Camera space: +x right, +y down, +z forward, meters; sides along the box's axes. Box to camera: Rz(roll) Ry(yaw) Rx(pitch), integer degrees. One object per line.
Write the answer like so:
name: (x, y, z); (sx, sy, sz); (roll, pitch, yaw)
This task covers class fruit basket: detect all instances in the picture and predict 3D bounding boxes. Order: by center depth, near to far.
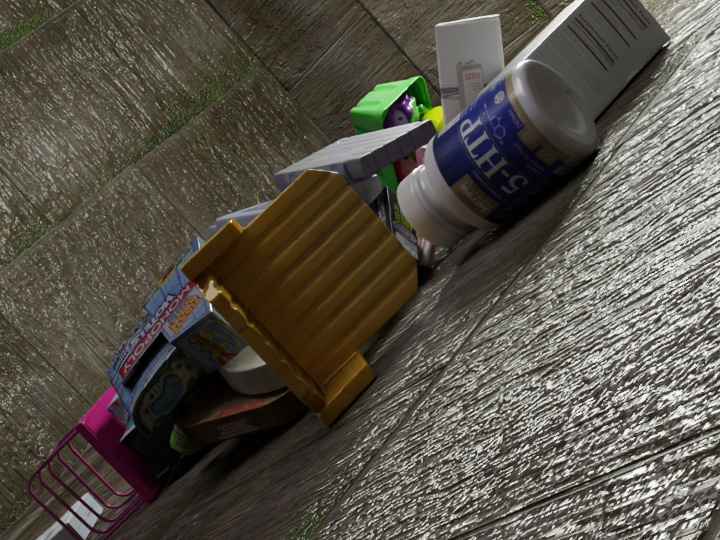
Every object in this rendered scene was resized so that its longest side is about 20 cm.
fruit basket: (0.106, -0.223, 2.367); (0.156, 0.216, 0.216); (-46, 7, -34)

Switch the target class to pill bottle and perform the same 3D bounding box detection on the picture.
pill bottle: (0.137, -0.114, 1.441); (0.200, 0.120, 0.120); (-40, 6, 31)

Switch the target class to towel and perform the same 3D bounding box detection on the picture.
towel: (0.079, -0.083, 1.676); (0.200, 0.030, 0.147); (-128, 47, -85)

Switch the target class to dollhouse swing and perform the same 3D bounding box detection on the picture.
dollhouse swing: (-0.040, 0.009, 1.329); (0.176, 0.200, 0.182); (-42, 5, -2)

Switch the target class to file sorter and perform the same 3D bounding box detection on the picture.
file sorter: (-0.348, 0.265, 1.872); (0.125, 0.139, 0.200); (-43, 5, 10)

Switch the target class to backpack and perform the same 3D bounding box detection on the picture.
backpack: (-0.234, 0.165, 1.847); (0.177, 0.151, 0.200); (-42, 1, 15)

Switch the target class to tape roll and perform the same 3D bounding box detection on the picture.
tape roll: (-0.072, 0.053, 1.497); (0.202, 0.037, 0.203); (-28, 25, 15)

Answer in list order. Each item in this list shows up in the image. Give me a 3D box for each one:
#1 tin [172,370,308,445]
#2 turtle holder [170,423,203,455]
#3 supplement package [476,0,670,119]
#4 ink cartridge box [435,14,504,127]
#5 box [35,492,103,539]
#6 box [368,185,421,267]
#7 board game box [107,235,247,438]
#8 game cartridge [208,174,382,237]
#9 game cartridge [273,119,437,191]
tin: (-0.118, 0.133, 1.497); (0.200, 0.042, 0.112); (-18, 25, 34)
turtle holder: (-0.150, 0.133, 1.644); (0.132, 0.140, 0.186); (65, -148, -80)
supplement package: (0.254, -0.243, 1.644); (0.200, 0.110, 0.114); (-46, 7, -30)
ink cartridge box: (0.144, -0.218, 1.745); (0.082, 0.201, 0.147); (-6, 10, 5)
box: (-0.478, 0.429, 2.046); (0.200, 0.041, 0.156); (-41, 5, 3)
box: (0.000, 0.000, 1.639); (0.160, 0.044, 0.200); (-49, 15, 16)
board game box: (-0.199, 0.075, 1.511); (0.200, 0.062, 0.200); (-51, 23, -2)
game cartridge: (-0.074, -0.076, 1.714); (0.200, 0.042, 0.133); (-21, 14, -40)
game cartridge: (-0.010, -0.140, 1.730); (0.130, 0.038, 0.200); (-36, 17, -30)
